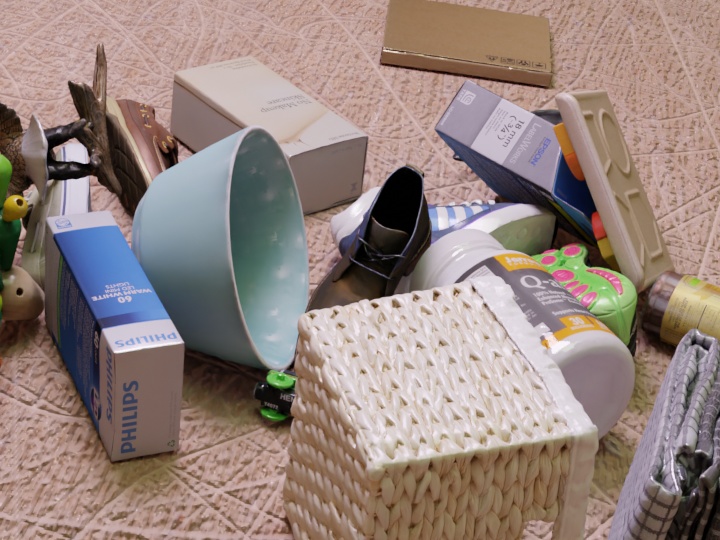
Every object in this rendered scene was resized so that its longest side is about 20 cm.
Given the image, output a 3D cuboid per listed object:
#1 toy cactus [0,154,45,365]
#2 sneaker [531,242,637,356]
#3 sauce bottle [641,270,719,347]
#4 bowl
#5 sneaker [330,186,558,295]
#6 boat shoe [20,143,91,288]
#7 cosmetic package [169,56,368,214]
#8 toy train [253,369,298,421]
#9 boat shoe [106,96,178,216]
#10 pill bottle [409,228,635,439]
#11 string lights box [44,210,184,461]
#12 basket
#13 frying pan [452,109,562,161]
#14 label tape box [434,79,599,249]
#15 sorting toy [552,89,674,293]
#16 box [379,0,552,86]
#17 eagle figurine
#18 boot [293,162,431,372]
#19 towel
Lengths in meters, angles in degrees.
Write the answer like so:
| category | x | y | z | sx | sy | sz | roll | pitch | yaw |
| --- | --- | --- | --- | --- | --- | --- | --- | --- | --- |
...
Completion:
| category | x | y | z | sx | sy | sz | roll | pitch | yaw |
| --- | --- | --- | --- | --- | --- | --- | --- | --- | --- |
| toy cactus | -0.306 | 0.014 | 1.439 | 0.101 | 0.203 | 0.165 | -3 | -13 | 12 |
| sneaker | 0.189 | 0.032 | 1.579 | 0.076 | 0.085 | 0.200 | -17 | 18 | -6 |
| sauce bottle | 0.347 | 0.062 | 1.570 | 0.198 | 0.065 | 0.065 | 23 | 34 | 21 |
| bowl | -0.121 | -0.014 | 1.487 | 0.104 | 0.203 | 0.201 | -5 | 27 | 17 |
| sneaker | 0.069 | -0.045 | 1.661 | 0.199 | 0.081 | 0.146 | -21 | 45 | -31 |
| boat shoe | -0.273 | -0.053 | 1.606 | 0.061 | 0.073 | 0.201 | -3 | 33 | -6 |
| cosmetic package | -0.093 | -0.135 | 1.781 | 0.103 | 0.074 | 0.199 | -18 | 39 | -37 |
| toy train | 0.012 | 0.117 | 1.424 | 0.198 | 0.042 | 0.056 | 16 | 22 | 14 |
| boat shoe | -0.205 | -0.113 | 1.718 | 0.067 | 0.073 | 0.200 | -6 | 31 | -19 |
| pill bottle | 0.127 | 0.054 | 1.478 | 0.115 | 0.117 | 0.200 | -10 | 36 | -27 |
| string lights box | -0.199 | 0.048 | 1.423 | 0.058 | 0.104 | 0.200 | -8 | 35 | -23 |
| basket | 0.047 | 0.139 | 1.242 | 0.159 | 0.200 | 0.201 | -5 | 33 | -16 |
| frying pan | 0.191 | -0.121 | 1.864 | 0.114 | 0.031 | 0.190 | 26 | 39 | 27 |
| label tape box | 0.183 | -0.088 | 1.694 | 0.199 | 0.064 | 0.144 | 33 | -4 | 39 |
| sorting toy | 0.227 | -0.073 | 1.628 | 0.036 | 0.187 | 0.200 | -21 | -2 | 18 |
| box | 0.126 | -0.272 | 2.105 | 0.197 | 0.021 | 0.164 | 8 | 31 | 0 |
| eagle figurine | -0.305 | -0.095 | 1.536 | 0.198 | 0.152 | 0.153 | -6 | 50 | 13 |
| boot | 0.000 | 0.000 | 1.501 | 0.074 | 0.097 | 0.201 | 23 | 59 | 13 |
| towel | 0.235 | 0.162 | 1.281 | 0.085 | 0.167 | 0.200 | 19 | 32 | 7 |
